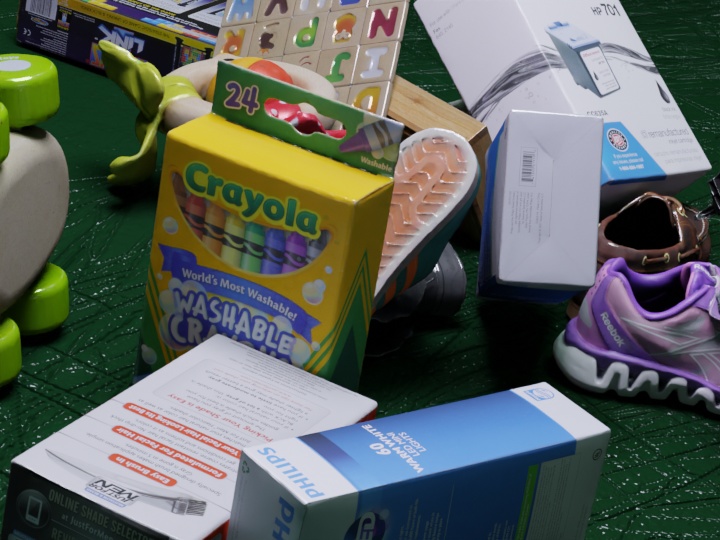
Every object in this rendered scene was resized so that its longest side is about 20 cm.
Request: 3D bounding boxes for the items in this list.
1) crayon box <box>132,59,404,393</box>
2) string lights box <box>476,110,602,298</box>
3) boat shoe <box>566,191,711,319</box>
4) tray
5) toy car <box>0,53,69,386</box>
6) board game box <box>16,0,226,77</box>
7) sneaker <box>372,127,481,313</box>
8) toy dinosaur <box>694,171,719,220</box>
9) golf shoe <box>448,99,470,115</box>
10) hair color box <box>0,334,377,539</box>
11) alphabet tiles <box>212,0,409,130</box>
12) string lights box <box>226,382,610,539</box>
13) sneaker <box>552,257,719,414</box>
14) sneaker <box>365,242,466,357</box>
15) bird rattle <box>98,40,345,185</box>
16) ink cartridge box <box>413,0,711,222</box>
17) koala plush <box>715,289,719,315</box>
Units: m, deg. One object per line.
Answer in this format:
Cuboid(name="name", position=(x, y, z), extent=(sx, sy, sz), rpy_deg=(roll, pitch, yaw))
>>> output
Cuboid(name="crayon box", position=(-0.055, -0.005, 1.274), extent=(0.125, 0.201, 0.052), rpy_deg=(21, 26, 22))
Cuboid(name="string lights box", position=(0.110, -0.036, 1.409), extent=(0.059, 0.103, 0.200), rpy_deg=(4, -4, 0))
Cuboid(name="boat shoe", position=(0.205, -0.018, 1.567), extent=(0.070, 0.071, 0.200), rpy_deg=(18, 24, 17))
Cuboid(name="tray", position=(0.026, -0.098, 1.631), extent=(0.037, 0.099, 0.200), rpy_deg=(-41, 47, -18))
Cuboid(name="toy car", position=(-0.284, -0.037, 1.318), extent=(0.199, 0.165, 0.158), rpy_deg=(5, 23, 12))
Cuboid(name="board game box", position=(-0.154, -0.201, 1.831), extent=(0.200, 0.057, 0.165), rpy_deg=(21, 24, 22))
Cuboid(name="sneaker", position=(0.000, 0.000, 1.370), extent=(0.071, 0.200, 0.080), rpy_deg=(48, -1, 19))
Cuboid(name="toy dinosaur", position=(0.316, -0.030, 1.556), extent=(0.135, 0.200, 0.102), rpy_deg=(-12, 61, -24))
Cuboid(name="golf shoe", position=(0.107, -0.119, 1.742), extent=(0.097, 0.079, 0.200), rpy_deg=(17, 23, 29))
Cuboid(name="hair color box", position=(-0.087, 0.110, 1.182), extent=(0.111, 0.064, 0.200), rpy_deg=(22, 26, 21))
Cuboid(name="alphabet tiles", position=(-0.042, -0.159, 1.638), extent=(0.166, 0.201, 0.006), rpy_deg=(-4, -27, 31))
Cuboid(name="string lights box", position=(0.029, 0.129, 1.138), extent=(0.200, 0.103, 0.059), rpy_deg=(-9, 31, -37))
Cuboid(name="sneaker", position=(0.228, 0.040, 1.427), extent=(0.199, 0.089, 0.081), rpy_deg=(10, 23, -3))
Cuboid(name="sneaker", position=(-0.002, -0.016, 1.483), extent=(0.104, 0.060, 0.200), rpy_deg=(-4, 38, -32))
Cuboid(name="bird rattle", position=(-0.083, -0.115, 1.546), extent=(0.199, 0.113, 0.163), rpy_deg=(7, 26, 29))
Cuboid(name="ink cartridge box", position=(0.148, -0.134, 1.635), extent=(0.146, 0.086, 0.200), rpy_deg=(-9, 69, -51))
Cuboid(name="koala plush", position=(0.337, 0.002, 1.336), extent=(0.183, 0.200, 0.178), rpy_deg=(20, 42, -23))
